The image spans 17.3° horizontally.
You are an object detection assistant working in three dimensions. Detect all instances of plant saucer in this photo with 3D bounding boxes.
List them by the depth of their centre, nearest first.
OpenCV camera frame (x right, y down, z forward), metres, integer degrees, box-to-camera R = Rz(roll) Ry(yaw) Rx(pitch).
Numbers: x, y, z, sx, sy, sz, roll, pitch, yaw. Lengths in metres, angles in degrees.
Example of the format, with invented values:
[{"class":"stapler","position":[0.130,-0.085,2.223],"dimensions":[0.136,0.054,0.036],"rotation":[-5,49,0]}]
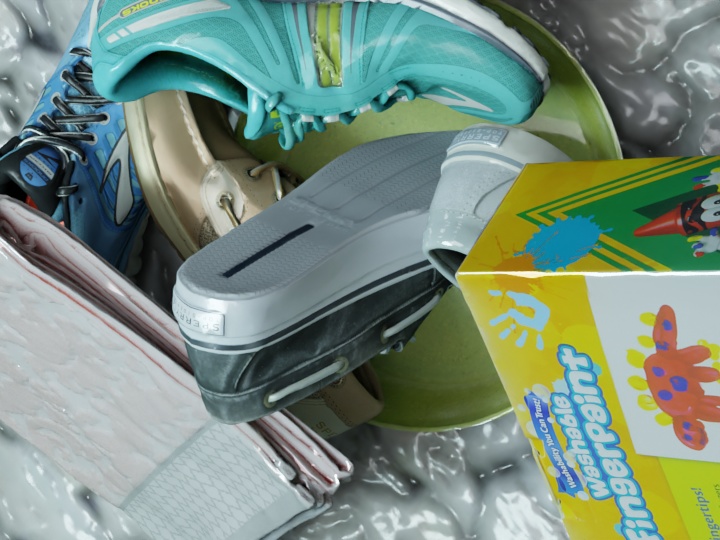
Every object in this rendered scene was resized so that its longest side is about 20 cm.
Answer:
[{"class":"plant saucer","position":[0.031,-0.028,1.071],"dimensions":[0.199,0.031,0.201],"rotation":[1,93,25]}]

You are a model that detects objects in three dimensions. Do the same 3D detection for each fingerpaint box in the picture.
[{"class":"fingerpaint box","position":[0.149,0.056,0.861],"dimensions":[0.166,0.073,0.200],"rotation":[-1,128,35]}]

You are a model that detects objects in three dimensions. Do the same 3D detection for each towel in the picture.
[{"class":"towel","position":[-0.110,0.059,1.042],"dimensions":[0.191,0.200,0.032],"rotation":[40,65,-4]}]

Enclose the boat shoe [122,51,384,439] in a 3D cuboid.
[{"class":"boat shoe","position":[-0.047,-0.020,1.058],"dimensions":[0.064,0.071,0.201],"rotation":[-22,91,18]}]

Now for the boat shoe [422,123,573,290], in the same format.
[{"class":"boat shoe","position":[0.094,0.025,0.964],"dimensions":[0.070,0.201,0.072],"rotation":[-3,52,51]}]

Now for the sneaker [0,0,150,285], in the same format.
[{"class":"sneaker","position":[-0.127,-0.055,1.112],"dimensions":[0.078,0.090,0.201],"rotation":[23,101,23]}]

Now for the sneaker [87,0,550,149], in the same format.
[{"class":"sneaker","position":[-0.019,-0.086,1.010],"dimensions":[0.199,0.078,0.080],"rotation":[10,66,8]}]

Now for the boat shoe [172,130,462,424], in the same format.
[{"class":"boat shoe","position":[0.000,0.000,0.981],"dimensions":[0.072,0.200,0.071],"rotation":[29,131,39]}]
